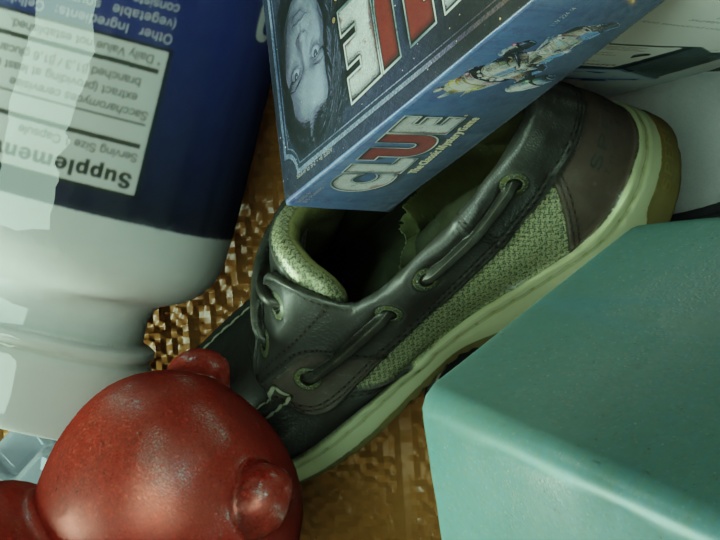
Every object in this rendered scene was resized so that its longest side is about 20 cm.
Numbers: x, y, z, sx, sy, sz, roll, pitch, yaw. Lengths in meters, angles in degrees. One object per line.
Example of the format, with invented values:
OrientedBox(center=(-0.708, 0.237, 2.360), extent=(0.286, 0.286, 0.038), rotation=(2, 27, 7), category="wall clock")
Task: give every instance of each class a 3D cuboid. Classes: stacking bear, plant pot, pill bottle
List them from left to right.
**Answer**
OrientedBox(center=(-0.097, 0.110, 0.765), extent=(0.200, 0.114, 0.122), rotation=(-44, 35, 8), category="stacking bear")
OrientedBox(center=(-0.084, -0.054, 0.811), extent=(0.110, 0.111, 0.202), rotation=(15, 94, 15), category="pill bottle")
OrientedBox(center=(0.120, 0.074, 0.630), extent=(0.199, 0.141, 0.142), rotation=(21, 134, 39), category="plant pot")

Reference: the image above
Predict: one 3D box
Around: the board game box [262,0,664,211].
OrientedBox(center=(0.030, -0.112, 0.664), extent=(0.034, 0.200, 0.137), rotation=(3, 69, -27), category="board game box")

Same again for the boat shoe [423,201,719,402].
OrientedBox(center=(0.081, 0.015, 0.755), extent=(0.199, 0.062, 0.073), rotation=(-21, 75, 42), category="boat shoe")

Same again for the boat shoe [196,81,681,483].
OrientedBox(center=(0.000, 0.001, 0.781), extent=(0.200, 0.066, 0.072), rotation=(-32, 38, 34), category="boat shoe")

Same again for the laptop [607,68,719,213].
OrientedBox(center=(0.143, 0.033, 0.745), extent=(0.198, 0.116, 0.189), rotation=(0, 89, 15), category="laptop")

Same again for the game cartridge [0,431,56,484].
OrientedBox(center=(-0.081, 0.162, 0.849), extent=(0.133, 0.041, 0.200), rotation=(-46, 79, 15), category="game cartridge")

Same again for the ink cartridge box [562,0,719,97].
OrientedBox(center=(0.070, -0.129, 0.718), extent=(0.085, 0.200, 0.148), rotation=(1, 85, -25), category="ink cartridge box")
